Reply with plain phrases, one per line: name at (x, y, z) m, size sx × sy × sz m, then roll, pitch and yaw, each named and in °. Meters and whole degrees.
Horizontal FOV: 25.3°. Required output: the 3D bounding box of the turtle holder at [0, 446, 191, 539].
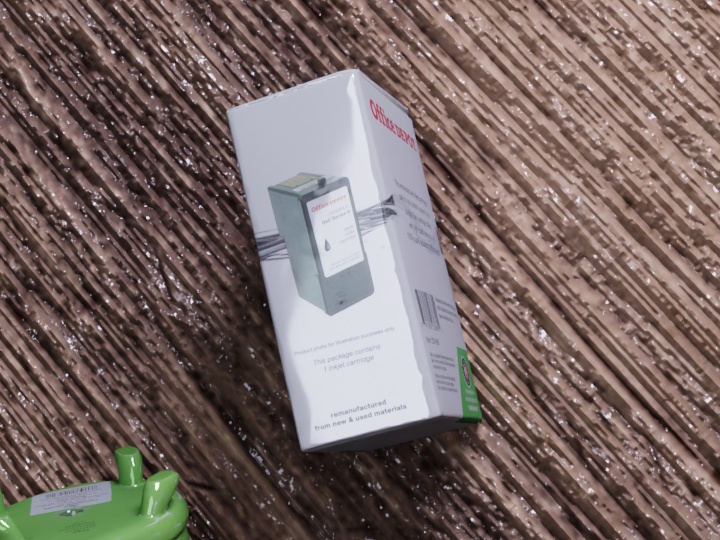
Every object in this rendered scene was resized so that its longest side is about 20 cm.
turtle holder at (-0.153, 0.190, 0.948) m, size 0.185 × 0.140 × 0.133 m, roll 2°, pitch 103°, yaw 50°

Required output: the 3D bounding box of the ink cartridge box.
ink cartridge box at (0.000, 0.000, 0.941) m, size 0.084 × 0.146 × 0.201 m, roll -15°, pitch 80°, yaw 13°
